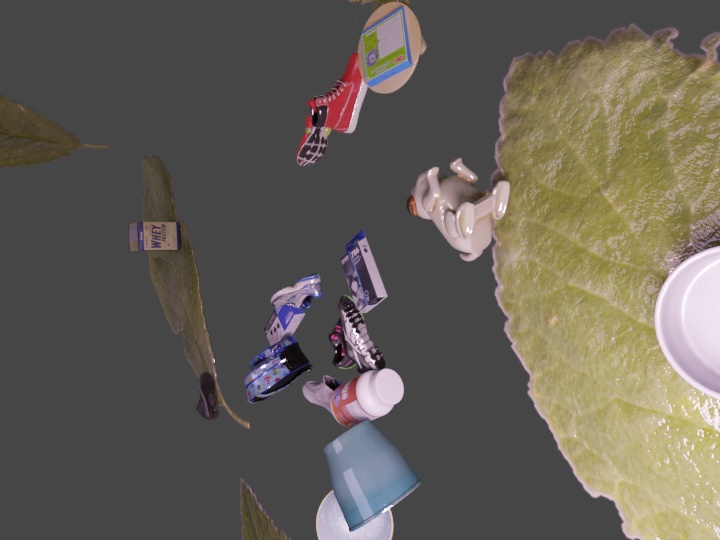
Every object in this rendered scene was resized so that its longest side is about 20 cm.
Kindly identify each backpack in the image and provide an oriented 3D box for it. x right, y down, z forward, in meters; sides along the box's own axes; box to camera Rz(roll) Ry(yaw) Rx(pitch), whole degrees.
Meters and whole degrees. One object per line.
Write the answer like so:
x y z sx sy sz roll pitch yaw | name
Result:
-0.277 0.313 1.593 0.136 0.199 0.182 57 137 6 | backpack

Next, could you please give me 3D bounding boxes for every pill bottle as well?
0.017 0.317 1.297 0.200 0.111 0.114 -39 63 46 | pill bottle

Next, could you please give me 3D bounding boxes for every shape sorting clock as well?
0.067 -0.527 1.232 0.198 0.039 0.204 3 94 45 | shape sorting clock

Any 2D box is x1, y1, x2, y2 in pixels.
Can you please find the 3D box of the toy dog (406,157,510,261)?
0.186 -0.135 1.051 0.200 0.139 0.195 41 160 41 | toy dog

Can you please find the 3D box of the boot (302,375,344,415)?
-0.096 0.336 1.470 0.198 0.073 0.097 18 121 42 | boot

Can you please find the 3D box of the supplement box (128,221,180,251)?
-1.014 -0.165 2.542 0.198 0.198 0.137 0 93 53 | supplement box

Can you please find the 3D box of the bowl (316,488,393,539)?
-0.012 0.637 1.340 0.108 0.196 0.204 32 -127 -85 | bowl

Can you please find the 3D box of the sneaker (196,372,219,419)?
-0.679 0.550 2.253 0.113 0.076 0.203 -22 80 44 | sneaker

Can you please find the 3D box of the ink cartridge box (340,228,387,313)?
0.000 0.000 1.358 0.099 0.039 0.203 -43 59 46 | ink cartridge box

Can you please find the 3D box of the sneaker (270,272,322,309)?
-0.193 0.083 1.564 0.198 0.077 0.086 -27 84 32 | sneaker

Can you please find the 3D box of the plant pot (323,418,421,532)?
0.010 0.467 1.216 0.189 0.198 0.200 56 134 17 | plant pot

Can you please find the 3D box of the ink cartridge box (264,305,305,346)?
-0.251 0.168 1.693 0.095 0.044 0.201 59 134 29 | ink cartridge box

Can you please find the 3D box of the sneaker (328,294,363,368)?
-0.041 0.167 1.385 0.076 0.083 0.204 6 97 51 | sneaker

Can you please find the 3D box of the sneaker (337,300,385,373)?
-0.019 0.178 1.328 0.090 0.066 0.202 -33 83 29 | sneaker

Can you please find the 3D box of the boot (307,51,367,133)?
-0.062 -0.462 1.322 0.072 0.142 0.203 36 119 47 | boot

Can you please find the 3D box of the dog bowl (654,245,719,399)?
0.501 0.067 0.672 0.199 0.078 0.204 5 96 52 | dog bowl

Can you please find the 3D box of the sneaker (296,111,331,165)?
-0.132 -0.397 1.485 0.085 0.076 0.202 50 119 44 | sneaker
